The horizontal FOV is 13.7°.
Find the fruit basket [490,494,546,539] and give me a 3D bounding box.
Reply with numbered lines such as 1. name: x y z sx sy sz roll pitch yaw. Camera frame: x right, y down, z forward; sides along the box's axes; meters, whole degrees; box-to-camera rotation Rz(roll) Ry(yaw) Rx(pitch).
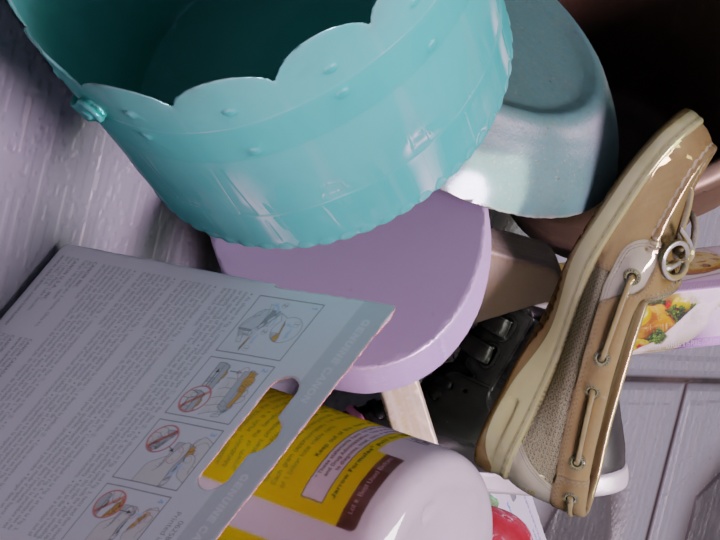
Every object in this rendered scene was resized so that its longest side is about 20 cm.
1. fruit basket: 0.045 0.182 1.609 0.186 0.093 0.201 67 34 -48

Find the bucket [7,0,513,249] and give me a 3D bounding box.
1. bucket: -0.037 -0.118 1.256 0.208 0.206 0.135 -58 148 -22

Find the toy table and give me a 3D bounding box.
1. toy table: 0.000 0.000 1.408 0.117 0.183 0.201 73 12 -51

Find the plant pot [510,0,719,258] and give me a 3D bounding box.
1. plant pot: 0.126 -0.088 1.563 0.201 0.199 0.175 -59 168 -21

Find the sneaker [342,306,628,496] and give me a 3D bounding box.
1. sneaker: 0.039 0.061 1.513 0.071 0.199 0.100 -126 -143 -75

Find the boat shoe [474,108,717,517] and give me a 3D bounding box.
1. boat shoe: 0.122 0.020 1.404 0.201 0.063 0.073 -63 170 16

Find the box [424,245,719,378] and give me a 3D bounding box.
1. box: 0.102 0.022 1.565 0.042 0.199 0.039 -101 -174 -56

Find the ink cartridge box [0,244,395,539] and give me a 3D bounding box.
1. ink cartridge box: -0.095 0.070 1.248 0.163 0.199 0.057 -52 136 -30

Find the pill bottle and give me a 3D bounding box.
1. pill bottle: -0.048 0.107 1.341 0.109 0.199 0.110 -32 130 -47

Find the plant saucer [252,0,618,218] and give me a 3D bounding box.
1. plant saucer: 0.044 -0.107 1.392 0.200 0.200 0.036 -19 150 -53
